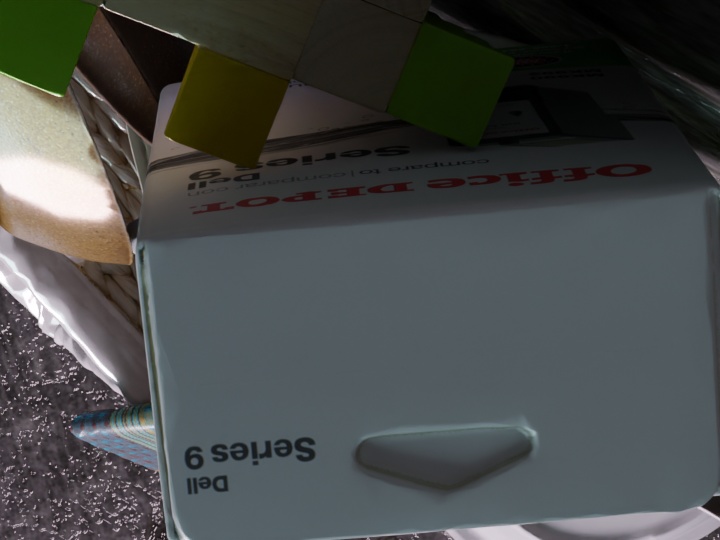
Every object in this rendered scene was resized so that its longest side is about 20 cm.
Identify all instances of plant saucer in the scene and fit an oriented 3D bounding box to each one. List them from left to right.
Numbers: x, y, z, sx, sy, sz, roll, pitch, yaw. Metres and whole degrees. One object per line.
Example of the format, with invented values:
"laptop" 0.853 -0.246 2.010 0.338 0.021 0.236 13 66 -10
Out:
"plant saucer" -0.138 -0.084 0.905 0.200 0.035 0.200 60 171 17
"plant saucer" -0.114 -0.130 0.958 0.200 0.037 0.200 51 172 11

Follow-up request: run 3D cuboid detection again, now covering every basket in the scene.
"basket" -0.128 -0.069 1.222 0.198 0.161 0.200 49 173 -19

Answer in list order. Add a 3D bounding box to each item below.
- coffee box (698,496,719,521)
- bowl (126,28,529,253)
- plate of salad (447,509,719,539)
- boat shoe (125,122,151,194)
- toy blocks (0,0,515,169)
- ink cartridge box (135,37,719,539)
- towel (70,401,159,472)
"coffee box" 0.155 0.043 1.079 0.200 0.114 0.080 31 180 26
"bowl" 0.022 -0.034 0.931 0.201 0.090 0.201 10 173 1
"plate of salad" 0.121 0.063 1.239 0.200 0.200 0.048 31 -158 -36
"boat shoe" -0.049 -0.041 1.067 0.072 0.200 0.060 -13 161 24
"toy blocks" -0.056 -0.105 0.711 0.200 0.100 0.137 21 -166 -7
"ink cartridge box" 0.017 -0.001 0.723 0.146 0.084 0.200 -6 -165 -1
"towel" -0.008 0.077 1.142 0.200 0.022 0.147 -9 153 42
